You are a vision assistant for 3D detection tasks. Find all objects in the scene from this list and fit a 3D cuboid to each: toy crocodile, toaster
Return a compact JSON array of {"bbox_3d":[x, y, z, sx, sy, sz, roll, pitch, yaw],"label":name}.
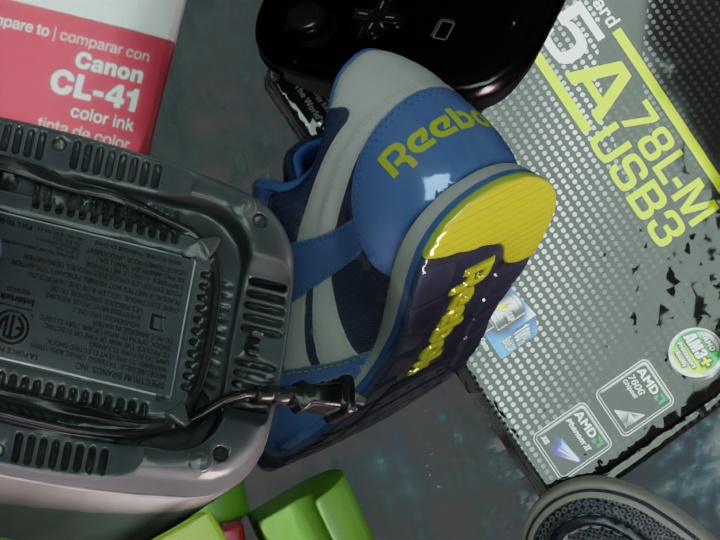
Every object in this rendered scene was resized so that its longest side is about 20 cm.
[{"bbox_3d":[-0.093,0.115,0.945,0.200,0.062,0.068,-11,87,-6],"label":"toy crocodile"},{"bbox_3d":[-0.108,0.025,0.853,0.200,0.129,0.114,13,70,-13],"label":"toaster"}]

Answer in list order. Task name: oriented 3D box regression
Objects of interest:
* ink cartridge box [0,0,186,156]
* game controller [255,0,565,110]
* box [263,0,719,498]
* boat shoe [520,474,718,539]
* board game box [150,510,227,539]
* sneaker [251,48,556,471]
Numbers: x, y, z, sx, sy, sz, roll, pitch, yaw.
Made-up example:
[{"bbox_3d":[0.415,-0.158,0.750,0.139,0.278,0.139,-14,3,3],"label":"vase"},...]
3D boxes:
[{"bbox_3d":[-0.096,-0.130,0.920,0.085,0.148,0.200,15,85,-7],"label":"ink cartridge box"},{"bbox_3d":[0.042,-0.136,0.944,0.104,0.042,0.200,6,54,31],"label":"game controller"},{"bbox_3d":[0.096,-0.044,0.984,0.193,0.048,0.200,-33,90,-5],"label":"box"},{"bbox_3d":[0.123,0.163,0.911,0.075,0.093,0.200,-38,90,13],"label":"boat shoe"},{"bbox_3d":[-0.128,0.149,0.851,0.200,0.102,0.048,-28,85,-11],"label":"board game box"},{"bbox_3d":[0.000,0.000,0.910,0.074,0.200,0.082,-27,71,-35],"label":"sneaker"}]
